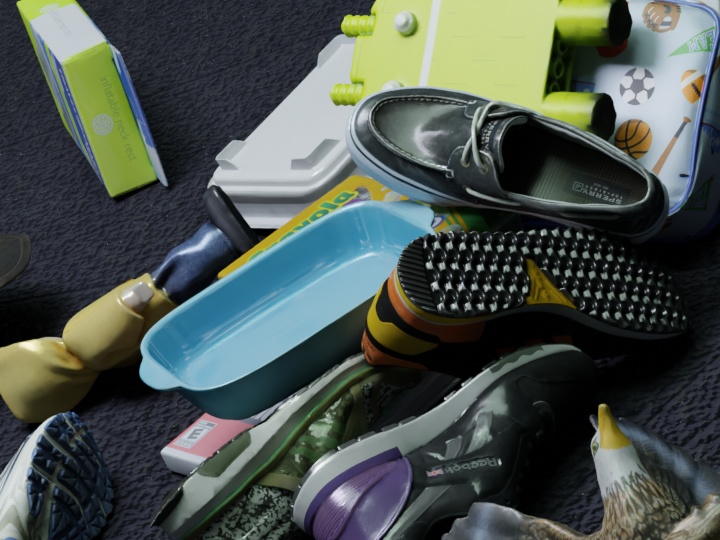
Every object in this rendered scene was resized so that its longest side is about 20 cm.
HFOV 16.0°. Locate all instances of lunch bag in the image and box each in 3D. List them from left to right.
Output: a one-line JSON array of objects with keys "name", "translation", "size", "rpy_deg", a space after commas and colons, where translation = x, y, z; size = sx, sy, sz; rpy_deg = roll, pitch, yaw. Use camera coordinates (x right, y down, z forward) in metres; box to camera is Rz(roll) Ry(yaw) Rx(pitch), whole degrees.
[{"name": "lunch bag", "translation": [0.142, -0.095, 1.608], "size": [0.199, 0.076, 0.161], "rpy_deg": [7, 83, 32]}]

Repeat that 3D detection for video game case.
[{"name": "video game case", "translation": [-0.010, 0.070, 1.571], "size": [0.200, 0.017, 0.143], "rpy_deg": [-40, 30, -30]}]

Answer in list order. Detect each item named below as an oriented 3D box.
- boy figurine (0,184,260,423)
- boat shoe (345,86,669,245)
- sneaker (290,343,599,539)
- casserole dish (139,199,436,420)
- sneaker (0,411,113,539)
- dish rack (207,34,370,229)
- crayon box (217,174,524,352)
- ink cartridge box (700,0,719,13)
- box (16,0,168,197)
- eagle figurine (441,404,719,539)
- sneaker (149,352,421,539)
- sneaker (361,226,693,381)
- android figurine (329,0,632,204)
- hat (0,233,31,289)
[{"name": "boy figurine", "translation": [-0.155, 0.026, 1.696], "size": [0.200, 0.065, 0.124], "rpy_deg": [-36, 0, 5]}, {"name": "boat shoe", "translation": [0.086, -0.072, 1.495], "size": [0.199, 0.071, 0.072], "rpy_deg": [14, 74, 11]}, {"name": "sneaker", "translation": [0.066, 0.116, 1.395], "size": [0.200, 0.076, 0.088], "rpy_deg": [-28, 55, -26]}, {"name": "casserole dish", "translation": [-0.036, 0.026, 1.500], "size": [0.200, 0.039, 0.121], "rpy_deg": [-33, 29, -16]}, {"name": "sneaker", "translation": [-0.216, 0.156, 1.519], "size": [0.085, 0.077, 0.200], "rpy_deg": [-14, 27, 28]}, {"name": "dish rack", "translation": [-0.017, -0.110, 1.836], "size": [0.200, 0.044, 0.171], "rpy_deg": [-47, 26, -25]}, {"name": "crayon box", "translation": [0.000, 0.000, 1.616], "size": [0.126, 0.052, 0.200], "rpy_deg": [-37, 29, -26]}, {"name": "ink cartridge box", "translation": [0.174, -0.184, 1.862], "size": [0.198, 0.043, 0.200], "rpy_deg": [-16, 30, 17]}, {"name": "box", "translation": [-0.211, -0.139, 2.001], "size": [0.048, 0.122, 0.200], "rpy_deg": [-23, 26, -9]}, {"name": "eagle figurine", "translation": [0.135, 0.137, 1.249], "size": [0.151, 0.151, 0.200], "rpy_deg": [15, -10, -9]}, {"name": "sneaker", "translation": [-0.027, 0.118, 1.444], "size": [0.200, 0.089, 0.077], "rpy_deg": [-35, -4, -36]}, {"name": "sneaker", "translation": [0.092, 0.027, 1.467], "size": [0.199, 0.090, 0.070], "rpy_deg": [4, 54, -29]}, {"name": "android figurine", "translation": [0.070, -0.128, 1.592], "size": [0.199, 0.041, 0.183], "rpy_deg": [7, 82, 33]}, {"name": "hat", "translation": [-0.314, 0.044, 1.798], "size": [0.200, 0.081, 0.201], "rpy_deg": [-13, 22, 5]}]
